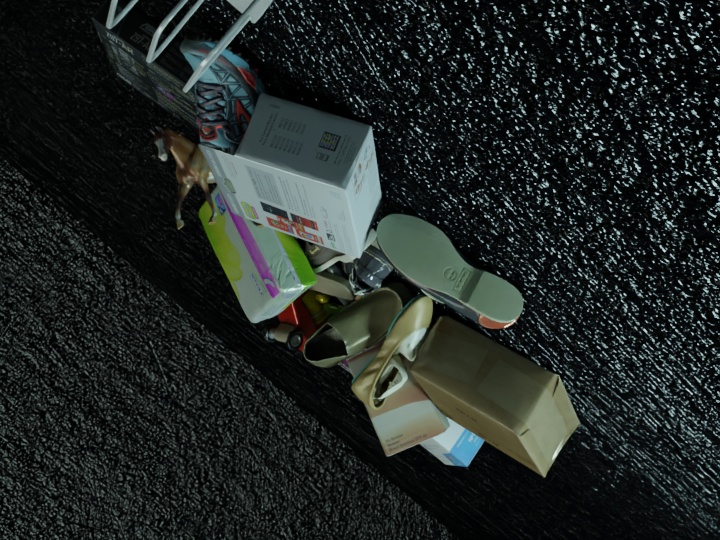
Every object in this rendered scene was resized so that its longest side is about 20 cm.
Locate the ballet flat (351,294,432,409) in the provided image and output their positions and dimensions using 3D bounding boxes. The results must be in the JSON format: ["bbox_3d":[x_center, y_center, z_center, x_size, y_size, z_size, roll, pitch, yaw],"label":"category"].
[{"bbox_3d":[0.059,0.124,1.583,0.068,0.200,0.063,-4,-134,-47],"label":"ballet flat"}]

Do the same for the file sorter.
[{"bbox_3d":[-0.187,-0.276,0.989,0.200,0.125,0.139,40,167,-11],"label":"file sorter"}]

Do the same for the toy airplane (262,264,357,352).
[{"bbox_3d":[-0.092,0.012,1.715,0.200,0.141,0.199,54,142,17],"label":"toy airplane"}]

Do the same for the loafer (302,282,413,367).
[{"bbox_3d":[-0.006,0.089,1.608,0.076,0.200,0.067,55,-156,7],"label":"loafer"}]

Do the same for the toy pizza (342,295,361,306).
[{"bbox_3d":[0.043,0.099,1.825,0.200,0.032,0.200,35,166,10],"label":"toy pizza"}]

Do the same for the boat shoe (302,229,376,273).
[{"bbox_3d":[-0.042,-0.043,1.505,0.060,0.072,0.200,46,161,-11],"label":"boat shoe"}]

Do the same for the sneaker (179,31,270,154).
[{"bbox_3d":[-0.151,-0.185,1.252,0.079,0.096,0.200,25,162,41],"label":"sneaker"}]

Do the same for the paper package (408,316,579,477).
[{"bbox_3d":[0.195,0.181,1.568,0.200,0.104,0.191,28,165,33],"label":"paper package"}]

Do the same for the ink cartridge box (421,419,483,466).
[{"bbox_3d":[0.131,0.285,2.105,0.200,0.085,0.145,38,166,-6],"label":"ink cartridge box"}]

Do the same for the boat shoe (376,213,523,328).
[{"bbox_3d":[0.103,0.004,1.303,0.200,0.071,0.063,32,169,4],"label":"boat shoe"}]

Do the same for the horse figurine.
[{"bbox_3d":[-0.187,-0.124,1.471,0.199,0.133,0.050,-4,164,-36],"label":"horse figurine"}]

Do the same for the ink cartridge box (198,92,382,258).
[{"bbox_3d":[-0.074,-0.110,1.246,0.175,0.084,0.200,18,162,10],"label":"ink cartridge box"}]

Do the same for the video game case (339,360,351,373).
[{"bbox_3d":[-0.017,0.129,1.911,0.181,0.036,0.200,35,-170,10],"label":"video game case"}]

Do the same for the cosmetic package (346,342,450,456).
[{"bbox_3d":[0.052,0.172,1.684,0.201,0.103,0.087,66,-170,6],"label":"cosmetic package"}]

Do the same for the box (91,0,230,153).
[{"bbox_3d":[-0.238,-0.244,1.385,0.200,0.044,0.160,35,166,8],"label":"box"}]

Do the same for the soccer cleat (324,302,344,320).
[{"bbox_3d":[0.008,0.124,1.800,0.200,0.065,0.084,33,173,16],"label":"soccer cleat"}]

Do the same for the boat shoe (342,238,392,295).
[{"bbox_3d":[0.000,0.000,1.545,0.073,0.063,0.200,36,168,-6],"label":"boat shoe"}]

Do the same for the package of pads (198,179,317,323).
[{"bbox_3d":[-0.155,-0.036,1.580,0.201,0.068,0.154,64,150,8],"label":"package of pads"}]
